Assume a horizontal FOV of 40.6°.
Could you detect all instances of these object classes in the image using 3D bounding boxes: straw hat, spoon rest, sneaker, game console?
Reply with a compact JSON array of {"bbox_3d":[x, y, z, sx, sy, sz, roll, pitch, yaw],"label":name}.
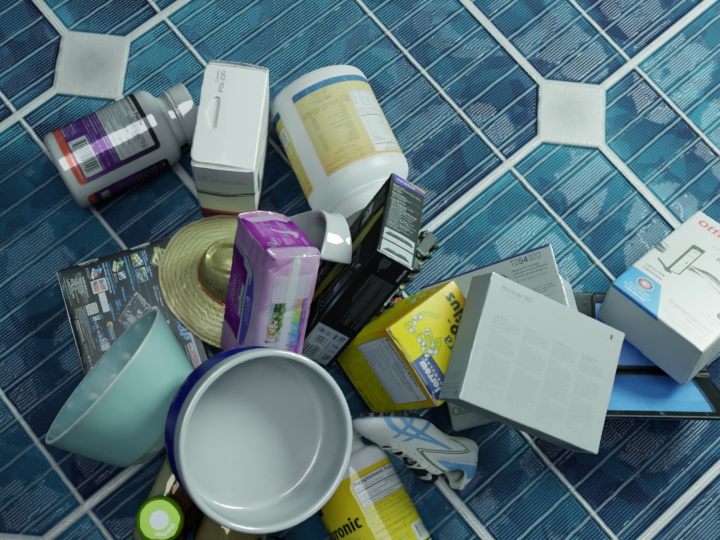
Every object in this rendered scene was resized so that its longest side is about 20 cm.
[{"bbox_3d":[-0.161,0.001,1.262,0.200,0.085,0.202,4,70,-12],"label":"straw hat"},{"bbox_3d":[-0.059,-0.046,1.226,0.099,0.200,0.061,12,91,-23],"label":"spoon rest"},{"bbox_3d":[0.071,0.223,1.218,0.200,0.072,0.073,26,66,-31],"label":"sneaker"},{"bbox_3d":[0.375,0.110,1.278,0.199,0.118,0.171,1,81,-3],"label":"game console"}]

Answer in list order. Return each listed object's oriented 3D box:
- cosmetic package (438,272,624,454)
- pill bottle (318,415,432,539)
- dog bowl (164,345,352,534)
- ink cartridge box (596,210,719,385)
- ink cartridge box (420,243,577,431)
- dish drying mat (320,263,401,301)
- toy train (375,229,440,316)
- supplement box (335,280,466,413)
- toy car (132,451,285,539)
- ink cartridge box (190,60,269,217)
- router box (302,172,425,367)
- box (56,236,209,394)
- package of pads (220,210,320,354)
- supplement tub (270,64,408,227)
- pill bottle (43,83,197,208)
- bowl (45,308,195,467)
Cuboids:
[{"bbox_3d":[0.202,0.109,1.127,0.200,0.052,0.151,24,75,-21],"label":"cosmetic package"},{"bbox_3d":[0.002,0.288,1.214,0.111,0.111,0.200,-26,77,-10],"label":"pill bottle"},{"bbox_3d":[-0.114,0.185,1.087,0.199,0.079,0.201,0,91,-23],"label":"dog bowl"},{"bbox_3d":[0.436,0.031,1.281,0.200,0.084,0.146,-36,61,-27],"label":"ink cartridge box"},{"bbox_3d":[0.191,0.090,1.265,0.196,0.043,0.201,-19,74,28],"label":"ink cartridge box"},{"bbox_3d":[-0.047,0.026,1.331,0.199,0.018,0.077,-9,74,-5],"label":"dish drying mat"},{"bbox_3d":[0.057,0.002,1.287,0.034,0.046,0.200,42,39,-1],"label":"toy train"},{"bbox_3d":[0.061,0.100,1.204,0.109,0.200,0.109,-35,94,-24],"label":"supplement box"},{"bbox_3d":[-0.161,0.293,1.186,0.200,0.164,0.158,25,75,-6],"label":"toy car"},{"bbox_3d":[-0.168,-0.165,1.282,0.085,0.200,0.146,6,75,-2],"label":"ink cartridge box"},{"bbox_3d":[0.000,0.000,1.202,0.052,0.200,0.157,29,39,-14],"label":"router box"},{"bbox_3d":[-0.298,0.072,1.290,0.159,0.046,0.201,-18,76,-8],"label":"box"},{"bbox_3d":[-0.113,0.040,1.174,0.075,0.201,0.121,-4,30,-28],"label":"package of pads"},{"bbox_3d":[-0.023,-0.159,1.318,0.144,0.145,0.200,-23,77,-9],"label":"supplement tub"},{"bbox_3d":[-0.315,-0.176,1.324,0.200,0.111,0.112,-28,78,-11],"label":"pill bottle"},{"bbox_3d":[-0.269,0.155,1.163,0.105,0.201,0.201,42,75,-15],"label":"bowl"}]
